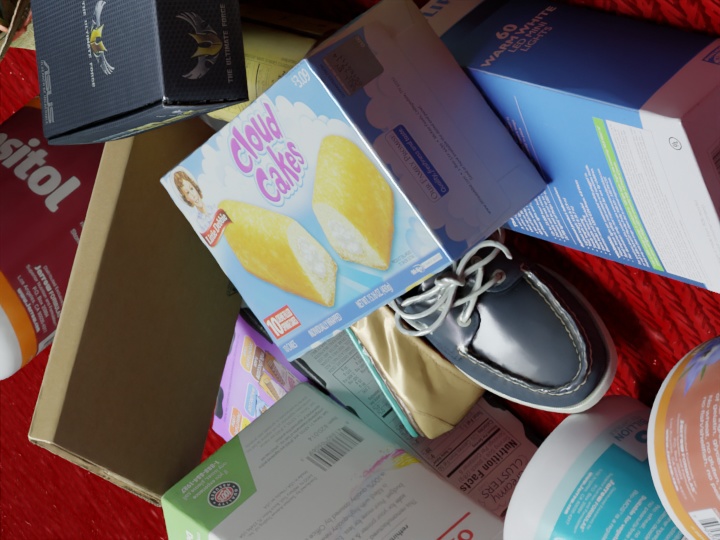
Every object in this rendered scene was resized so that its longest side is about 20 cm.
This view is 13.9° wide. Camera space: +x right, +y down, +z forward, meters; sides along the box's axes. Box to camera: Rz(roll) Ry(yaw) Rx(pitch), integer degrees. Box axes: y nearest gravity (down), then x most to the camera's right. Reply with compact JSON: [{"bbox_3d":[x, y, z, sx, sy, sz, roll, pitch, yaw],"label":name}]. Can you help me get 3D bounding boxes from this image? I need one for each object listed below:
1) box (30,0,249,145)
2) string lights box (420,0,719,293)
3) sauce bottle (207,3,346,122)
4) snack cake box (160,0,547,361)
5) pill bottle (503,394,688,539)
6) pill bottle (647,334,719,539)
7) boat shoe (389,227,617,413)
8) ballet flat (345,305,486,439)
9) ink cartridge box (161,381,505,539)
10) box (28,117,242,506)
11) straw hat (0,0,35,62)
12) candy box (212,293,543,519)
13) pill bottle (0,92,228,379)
[{"bbox_3d":[-0.117,-0.169,1.443,0.158,0.051,0.201,-8,88,62],"label":"box"},{"bbox_3d":[0.106,-0.061,1.333,0.200,0.059,0.103,20,143,48],"label":"string lights box"},{"bbox_3d":[-0.058,-0.108,1.541,0.200,0.066,0.066,20,144,51],"label":"sauce bottle"},{"bbox_3d":[-0.008,-0.042,1.394,0.115,0.067,0.200,53,153,-2],"label":"snack cake box"},{"bbox_3d":[0.177,0.155,1.478,0.200,0.111,0.111,34,152,29],"label":"pill bottle"},{"bbox_3d":[0.217,0.067,1.276,0.112,0.112,0.200,51,156,-7],"label":"pill bottle"},{"bbox_3d":[0.046,0.001,1.508,0.200,0.075,0.062,44,-173,27],"label":"boat shoe"},{"bbox_3d":[0.000,0.000,1.614,0.200,0.063,0.069,52,-172,-10],"label":"ballet flat"},{"bbox_3d":[0.003,0.161,1.599,0.200,0.117,0.067,34,147,30],"label":"ink cartridge box"},{"bbox_3d":[-0.110,0.015,1.589,0.021,0.201,0.163,9,167,26],"label":"box"},{"bbox_3d":[-0.173,-0.163,1.615,0.085,0.202,0.201,12,169,-25],"label":"straw hat"},{"bbox_3d":[0.011,0.101,1.726,0.200,0.072,0.168,42,155,15],"label":"candy box"},{"bbox_3d":[-0.165,-0.040,1.652,0.113,0.200,0.113,38,154,22],"label":"pill bottle"}]
